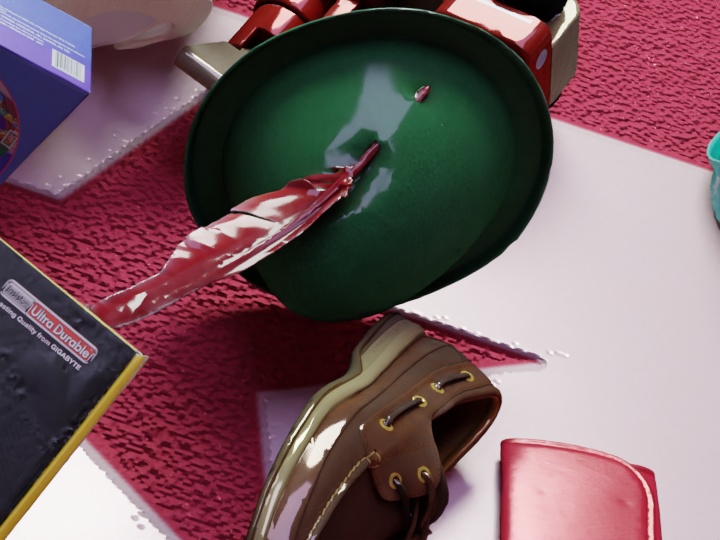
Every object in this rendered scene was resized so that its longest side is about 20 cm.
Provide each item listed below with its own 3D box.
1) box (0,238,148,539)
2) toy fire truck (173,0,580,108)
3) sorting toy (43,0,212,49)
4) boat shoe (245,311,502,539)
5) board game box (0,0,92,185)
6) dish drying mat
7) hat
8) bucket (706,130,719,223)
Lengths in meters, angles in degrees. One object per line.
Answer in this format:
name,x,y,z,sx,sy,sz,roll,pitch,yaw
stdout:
box,-0.208,0.034,0.919,0.200,0.049,0.160,40,70,-4
toy fire truck,0.000,-0.114,1.266,0.176,0.129,0.200,26,57,21
sorting toy,-0.175,-0.134,1.183,0.179,0.107,0.200,3,-3,-27
boat shoe,0.006,0.087,1.026,0.067,0.072,0.200,23,34,12
board game box,-0.237,-0.096,1.049,0.200,0.134,0.045,28,38,-30
dish drying mat,0.097,0.145,1.032,0.076,0.018,0.200,12,37,-6
hat,0.000,0.000,1.054,0.199,0.166,0.176,-17,35,5
bucket,0.291,-0.073,1.295,0.206,0.135,0.208,12,36,-9
